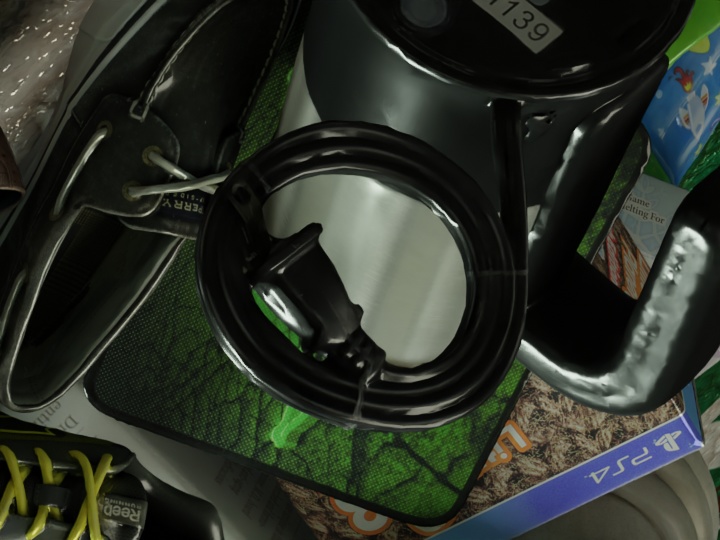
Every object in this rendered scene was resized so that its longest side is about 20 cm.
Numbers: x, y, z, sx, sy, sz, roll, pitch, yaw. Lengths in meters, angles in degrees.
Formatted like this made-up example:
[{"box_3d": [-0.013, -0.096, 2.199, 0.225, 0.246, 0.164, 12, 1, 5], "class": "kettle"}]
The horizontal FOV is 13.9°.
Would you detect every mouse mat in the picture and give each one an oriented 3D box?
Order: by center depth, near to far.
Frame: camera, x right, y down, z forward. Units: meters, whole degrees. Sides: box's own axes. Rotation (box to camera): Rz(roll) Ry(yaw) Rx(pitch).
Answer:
[{"box_3d": [0.000, 0.000, 1.113, 0.008, 0.160, 0.200, -91, -156, -61], "class": "mouse mat"}]

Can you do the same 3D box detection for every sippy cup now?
[{"box_3d": [0.119, -0.105, 1.326, 0.130, 0.178, 0.140, -48, 130, -10], "class": "sippy cup"}]

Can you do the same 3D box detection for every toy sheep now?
[{"box_3d": [0.091, 0.111, 1.284, 0.138, 0.138, 0.200, -46, -166, 19], "class": "toy sheep"}]

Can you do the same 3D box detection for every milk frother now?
[{"box_3d": [0.011, -0.018, 0.938, 0.199, 0.181, 0.188, -24, 158, -22], "class": "milk frother"}]

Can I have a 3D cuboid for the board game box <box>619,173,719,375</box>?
[{"box_3d": [0.062, 0.001, 1.315, 0.200, 0.198, 0.044, 133, -24, -62], "class": "board game box"}]

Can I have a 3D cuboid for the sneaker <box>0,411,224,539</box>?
[{"box_3d": [-0.123, 0.075, 1.036, 0.084, 0.075, 0.200, -8, 159, 35], "class": "sneaker"}]

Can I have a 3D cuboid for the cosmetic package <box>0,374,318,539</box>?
[{"box_3d": [-0.102, 0.138, 1.254, 0.167, 0.200, 0.166, -43, -175, 12], "class": "cosmetic package"}]

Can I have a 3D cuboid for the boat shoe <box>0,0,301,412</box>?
[{"box_3d": [-0.072, -0.034, 1.015, 0.072, 0.071, 0.200, 11, 123, -42], "class": "boat shoe"}]

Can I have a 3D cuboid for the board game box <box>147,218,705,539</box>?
[{"box_3d": [0.019, 0.006, 1.177, 0.159, 0.200, 0.097, -28, -154, 15], "class": "board game box"}]

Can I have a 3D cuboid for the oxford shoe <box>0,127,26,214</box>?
[{"box_3d": [-0.204, 0.003, 0.987, 0.200, 0.073, 0.071, -37, 162, -9], "class": "oxford shoe"}]
